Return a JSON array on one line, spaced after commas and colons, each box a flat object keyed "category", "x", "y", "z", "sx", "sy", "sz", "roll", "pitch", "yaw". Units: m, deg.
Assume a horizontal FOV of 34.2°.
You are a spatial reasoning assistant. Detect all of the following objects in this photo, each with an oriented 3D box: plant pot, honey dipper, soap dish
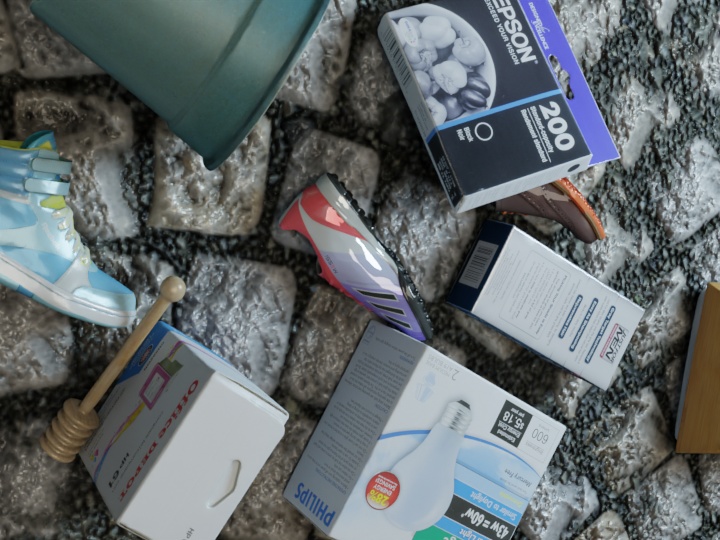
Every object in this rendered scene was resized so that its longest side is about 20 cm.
[{"category": "plant pot", "x": -0.151, "y": -0.221, "z": 0.964, "sx": 0.195, "sy": 0.200, "sz": 0.202, "roll": 33, "pitch": 86, "yaw": -18}, {"category": "honey dipper", "x": -0.215, "y": 0.084, "z": 1.034, "sx": 0.038, "sy": 0.038, "sz": 0.201, "roll": 31, "pitch": 104, "yaw": -26}, {"category": "soap dish", "x": 0.454, "y": 0.121, "z": 1.358, "sx": 0.155, "sy": 0.081, "sz": 0.204, "roll": 5, "pitch": 99, "yaw": -25}]

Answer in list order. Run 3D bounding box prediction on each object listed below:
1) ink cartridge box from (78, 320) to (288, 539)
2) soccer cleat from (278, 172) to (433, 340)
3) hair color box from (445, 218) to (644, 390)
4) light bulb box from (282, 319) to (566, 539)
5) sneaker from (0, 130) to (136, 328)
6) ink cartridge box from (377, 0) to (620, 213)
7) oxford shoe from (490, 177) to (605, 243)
[{"category": "ink cartridge box", "x": -0.159, "y": 0.141, "z": 1.013, "sx": 0.084, "sy": 0.199, "sz": 0.146, "roll": 35, "pitch": 85, "yaw": -26}, {"category": "soccer cleat", "x": 0.000, "y": 0.000, "z": 1.143, "sx": 0.073, "sy": 0.068, "sz": 0.201, "roll": -35, "pitch": 114, "yaw": 5}, {"category": "hair color box", "x": 0.196, "y": 0.037, "z": 1.235, "sx": 0.198, "sy": 0.060, "sz": 0.101, "roll": 30, "pitch": 87, "yaw": -26}, {"category": "light bulb box", "x": 0.063, "y": 0.190, "z": 1.167, "sx": 0.197, "sy": 0.124, "sz": 0.202, "roll": 29, "pitch": 86, "yaw": -26}, {"category": "sneaker", "x": -0.258, "y": -0.041, "z": 1.002, "sx": 0.198, "sy": 0.079, "sz": 0.132, "roll": 29, "pitch": 88, "yaw": -27}, {"category": "ink cartridge box", "x": 0.141, "y": -0.177, "z": 1.133, "sx": 0.197, "sy": 0.043, "sz": 0.201, "roll": -18, "pitch": 77, "yaw": -21}, {"category": "oxford shoe", "x": 0.171, "y": -0.083, "z": 1.206, "sx": 0.199, "sy": 0.071, "sz": 0.073, "roll": 39, "pitch": 100, "yaw": -19}]
